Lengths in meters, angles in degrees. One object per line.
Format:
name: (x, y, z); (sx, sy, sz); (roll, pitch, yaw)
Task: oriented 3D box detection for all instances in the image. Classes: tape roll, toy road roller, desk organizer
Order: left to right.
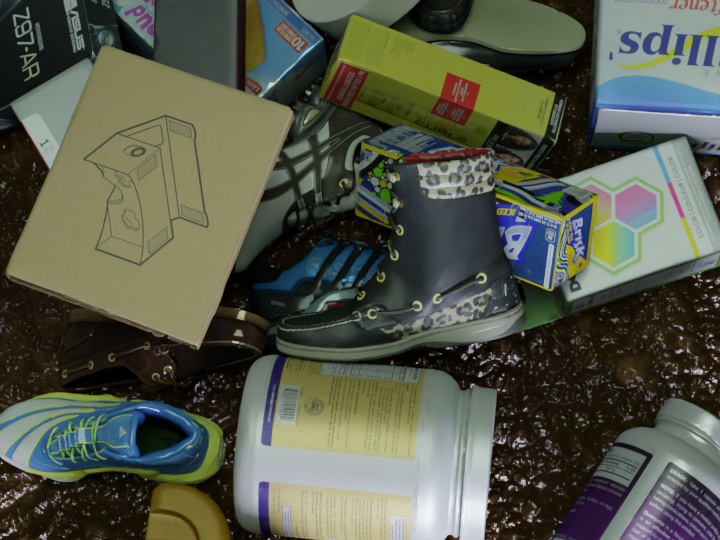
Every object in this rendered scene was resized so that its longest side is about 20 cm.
desk organizer: (-0.133, -0.178, 1.648); (0.071, 0.077, 0.202); (-1, 73, 3)
toy road roller: (-0.112, 0.252, 1.558); (0.198, 0.123, 0.147); (4, 65, 5)
tape roll: (0.018, -0.295, 1.700); (0.037, 0.202, 0.204); (31, 72, -33)

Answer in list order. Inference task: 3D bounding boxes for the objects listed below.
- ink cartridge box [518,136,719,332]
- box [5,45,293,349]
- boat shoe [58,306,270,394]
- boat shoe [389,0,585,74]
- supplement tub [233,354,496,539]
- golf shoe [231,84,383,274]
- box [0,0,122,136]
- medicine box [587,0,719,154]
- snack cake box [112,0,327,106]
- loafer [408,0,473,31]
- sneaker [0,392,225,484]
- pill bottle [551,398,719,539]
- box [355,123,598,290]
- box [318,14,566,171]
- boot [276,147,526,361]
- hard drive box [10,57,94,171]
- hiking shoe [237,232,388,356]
ink cartridge box: (0.199, -0.028, 1.660); (0.199, 0.059, 0.105); (-18, 73, -2)
box: (-0.161, -0.058, 1.501); (0.162, 0.021, 0.201); (19, 75, 8)
boat shoe: (-0.164, 0.070, 1.621); (0.199, 0.070, 0.071); (-5, 62, 32)
boat shoe: (0.096, -0.198, 1.721); (0.200, 0.063, 0.074); (1, 42, 2)
supplement tub: (0.005, 0.147, 1.571); (0.198, 0.146, 0.147); (5, 73, 5)
golf shoe: (-0.047, -0.067, 1.666); (0.094, 0.078, 0.201); (30, 67, 8)
box: (-0.295, -0.239, 1.725); (0.159, 0.043, 0.201); (-23, 70, 29)
medicine box: (0.292, -0.208, 1.690); (0.181, 0.103, 0.202); (3, 72, 4)
snack cake box: (-0.137, -0.218, 1.735); (0.115, 0.067, 0.200); (-43, 75, -11)
loafer: (0.067, -0.298, 1.719); (0.072, 0.073, 0.201); (0, 56, -2)
sneaker: (-0.212, 0.129, 1.609); (0.198, 0.105, 0.076); (2, 72, 3)
pill bottle: (0.224, 0.206, 1.557); (0.112, 0.113, 0.201); (33, 77, 12)
box: (0.094, -0.055, 1.621); (0.199, 0.071, 0.064); (23, 32, 30)
box: (0.070, -0.147, 1.670); (0.199, 0.075, 0.050); (22, 63, -7)
boot: (0.024, -0.013, 1.565); (0.202, 0.074, 0.155); (-7, 104, 4)
hard drive box: (-0.200, -0.060, 1.619); (0.076, 0.200, 0.156); (-31, 73, -7)
hiking shoe: (0.000, 0.000, 1.654); (0.199, 0.074, 0.087); (-20, 73, -3)
